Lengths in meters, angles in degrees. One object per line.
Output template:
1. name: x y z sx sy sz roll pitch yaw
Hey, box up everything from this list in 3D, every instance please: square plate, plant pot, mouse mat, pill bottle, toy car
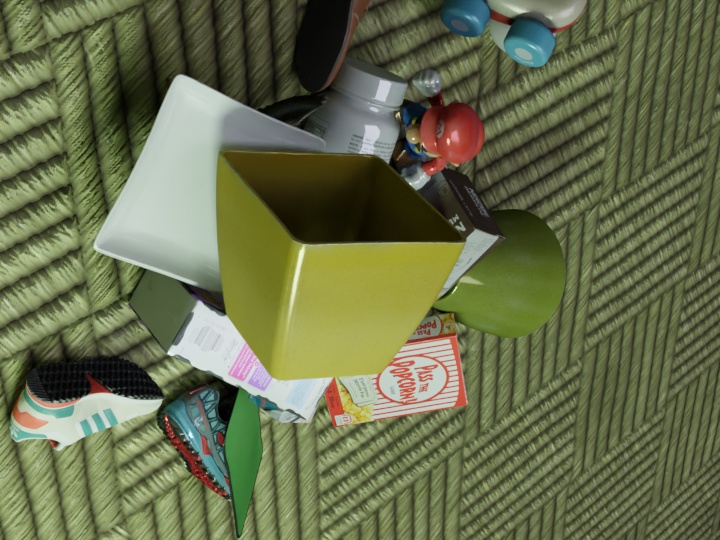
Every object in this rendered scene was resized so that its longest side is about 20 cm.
1. square plate: -0.158 -0.084 1.405 0.197 0.028 0.202 21 102 -36
2. plant pot: 0.160 0.000 1.896 0.199 0.186 0.189 4 112 -51
3. mouse mat: -0.152 0.228 1.750 0.162 0.007 0.202 -78 168 -48
4. pill bottle: -0.018 -0.149 1.637 0.113 0.113 0.202 1 114 -50
5. toy car: 0.200 -0.347 1.762 0.200 0.175 0.186 97 18 -74
6. plant pot: -0.041 0.000 1.384 0.198 0.200 0.178 -1 121 -32

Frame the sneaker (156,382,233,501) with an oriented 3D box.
1. sneaker: -0.182 0.221 1.733 0.096 0.079 0.201 -46 143 -20

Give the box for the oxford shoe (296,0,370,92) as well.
1. oxford shoe: -0.017 -0.302 1.568 0.071 0.071 0.202 1 112 -55

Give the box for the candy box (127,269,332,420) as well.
1. candy box: -0.148 0.076 1.537 0.199 0.168 0.072 29 94 -30

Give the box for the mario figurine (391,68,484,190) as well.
1. mario figurine: 0.071 -0.172 1.647 0.106 0.200 0.124 -43 105 -10

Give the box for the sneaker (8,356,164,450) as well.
1. sneaker: -0.319 0.158 1.545 0.199 0.070 0.094 2 131 -53

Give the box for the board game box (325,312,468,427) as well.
1. board game box: 0.044 0.140 1.879 0.197 0.047 0.153 -10 135 4

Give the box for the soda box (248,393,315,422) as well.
1. soda box: -0.064 0.088 1.678 0.068 0.063 0.202 9 107 -52

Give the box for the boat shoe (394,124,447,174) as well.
1. boat shoe: 0.090 -0.118 1.827 0.071 0.069 0.201 -42 142 -25

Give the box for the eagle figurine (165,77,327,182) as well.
1. eagle figurine: -0.118 -0.126 1.498 0.198 0.150 0.154 0 105 -42

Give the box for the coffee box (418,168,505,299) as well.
1. coffee box: 0.079 -0.027 1.780 0.200 0.115 0.079 -43 150 24
